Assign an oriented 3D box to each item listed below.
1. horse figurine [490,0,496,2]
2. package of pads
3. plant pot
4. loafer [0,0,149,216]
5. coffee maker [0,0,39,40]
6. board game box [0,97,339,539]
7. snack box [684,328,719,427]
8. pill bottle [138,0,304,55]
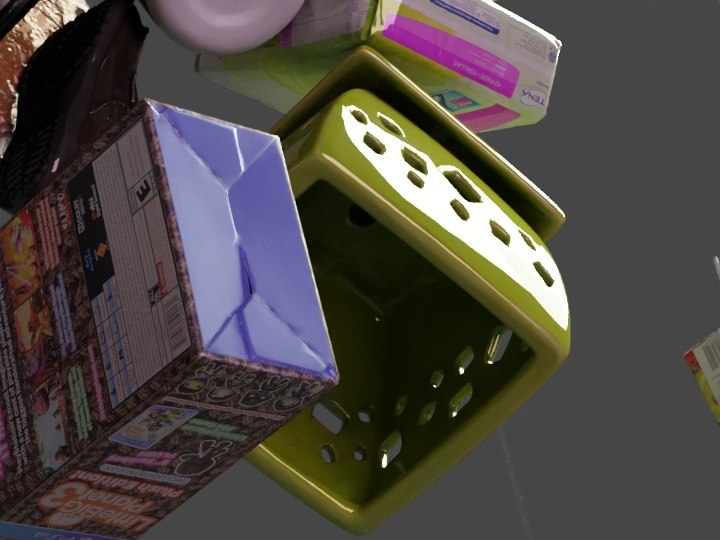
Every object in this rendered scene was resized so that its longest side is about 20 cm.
[{"bbox_3d":[0.054,-0.215,2.105,0.200,0.050,0.133,38,55,-31],"label":"horse figurine"},{"bbox_3d":[0.005,-0.137,1.878,0.154,0.199,0.069,23,73,-34],"label":"package of pads"},{"bbox_3d":[0.000,0.000,1.763,0.200,0.199,0.182,38,31,-15],"label":"plant pot"},{"bbox_3d":[-0.164,-0.087,1.767,0.071,0.073,0.201,46,38,-27],"label":"loafer"},{"bbox_3d":[-0.255,-0.234,1.731,0.200,0.135,0.192,44,36,-11],"label":"coffee maker"},{"bbox_3d":[-0.124,0.034,1.588,0.096,0.200,0.160,14,51,-40],"label":"board game box"},{"bbox_3d":[0.341,0.127,2.118,0.168,0.068,0.201,-4,62,-49],"label":"snack box"},{"bbox_3d":[-0.112,-0.224,1.852,0.112,0.112,0.200,22,18,-34],"label":"pill bottle"}]
